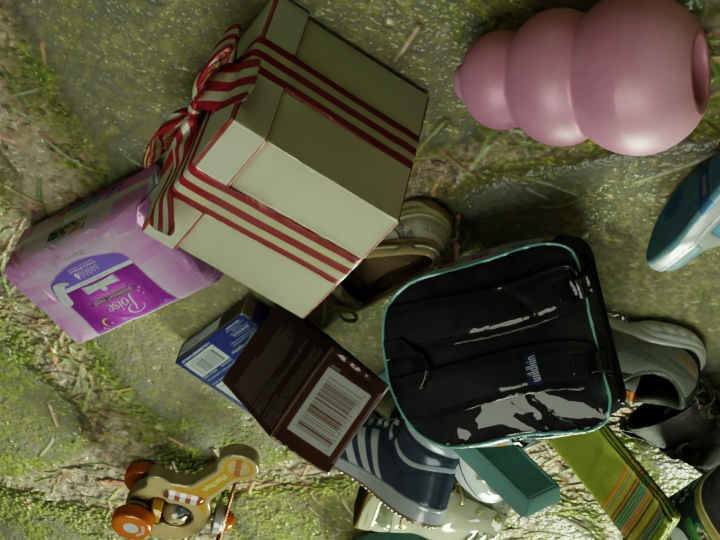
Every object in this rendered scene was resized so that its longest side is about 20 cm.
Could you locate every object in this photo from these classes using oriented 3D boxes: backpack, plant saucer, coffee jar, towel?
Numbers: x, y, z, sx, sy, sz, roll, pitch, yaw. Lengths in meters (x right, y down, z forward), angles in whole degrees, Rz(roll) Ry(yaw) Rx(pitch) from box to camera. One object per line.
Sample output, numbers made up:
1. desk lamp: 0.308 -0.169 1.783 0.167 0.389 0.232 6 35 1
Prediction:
1. backpack: 0.124 0.068 1.414 0.198 0.153 0.178 -15 91 13
2. plant saucer: 0.104 0.151 1.491 0.200 0.070 0.019 44 121 24
3. coffee jar: 0.338 0.239 1.516 0.086 0.104 0.200 58 149 12
4. towel: 0.230 0.187 1.543 0.018 0.200 0.086 -20 147 -31

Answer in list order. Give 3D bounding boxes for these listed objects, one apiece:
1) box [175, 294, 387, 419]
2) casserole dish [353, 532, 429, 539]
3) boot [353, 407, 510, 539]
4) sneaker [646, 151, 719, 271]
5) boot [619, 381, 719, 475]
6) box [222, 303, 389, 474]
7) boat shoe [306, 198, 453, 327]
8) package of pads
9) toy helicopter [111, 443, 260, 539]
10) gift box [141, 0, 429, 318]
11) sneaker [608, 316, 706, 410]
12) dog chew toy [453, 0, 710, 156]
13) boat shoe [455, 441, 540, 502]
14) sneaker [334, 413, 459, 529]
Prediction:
1. box: -0.078 0.115 1.639 0.199 0.033 0.121 38 132 -20
2. casserole dish: 0.068 0.337 1.825 0.198 0.039 0.121 -14 129 26
3. boot: 0.089 0.219 1.674 0.153 0.072 0.201 17 131 -8
4. sneaker: 0.338 -0.042 1.331 0.130 0.080 0.200 28 136 -12
5. boot: 0.372 0.162 1.538 0.174 0.070 0.199 39 134 -24
6. box: -0.055 0.105 1.482 0.075 0.200 0.101 36 90 -22
7. boat shoe: 0.000 0.000 1.477 0.073 0.063 0.199 38 132 -23
8. package of pads: -0.229 -0.013 1.517 0.199 0.076 0.121 -23 124 33
9. toy helicopter: -0.176 0.252 1.779 0.132 0.079 0.199 37 129 -23
10. gift box: -0.068 -0.092 1.309 0.186 0.201 0.185 31 130 -15
11. sneaker: 0.223 0.084 1.492 0.198 0.080 0.074 8 139 10
12. dog chew toy: 0.168 -0.151 1.241 0.198 0.125 0.125 0 136 27
13. boat shoe: 0.138 0.163 1.573 0.086 0.074 0.204 32 141 45
14. sneaker: 0.025 0.159 1.567 0.070 0.199 0.109 6 109 -46
